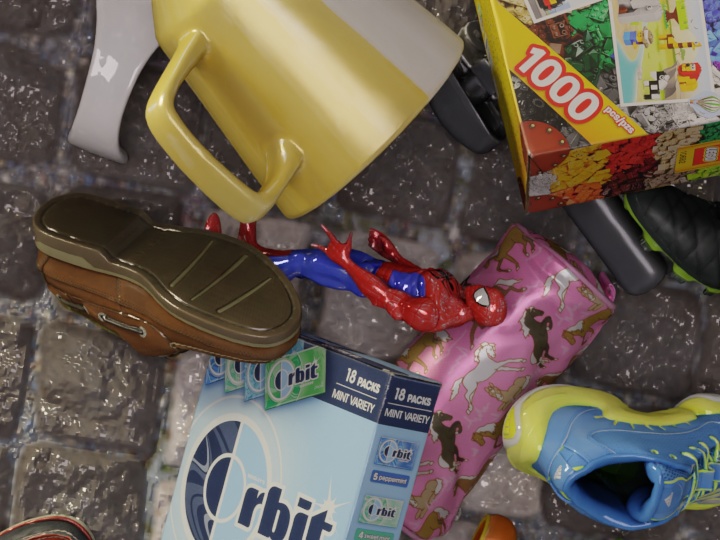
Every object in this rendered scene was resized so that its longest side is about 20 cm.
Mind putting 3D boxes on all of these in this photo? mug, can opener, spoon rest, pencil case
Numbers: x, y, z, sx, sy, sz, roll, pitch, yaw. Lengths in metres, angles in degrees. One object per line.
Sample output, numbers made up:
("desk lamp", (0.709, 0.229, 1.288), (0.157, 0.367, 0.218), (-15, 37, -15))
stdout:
("mug", (-0.043, -0.131, 1.487), (0.149, 0.187, 0.153), (-41, 102, 14))
("can opener", (0.114, -0.066, 1.573), (0.067, 0.053, 0.201), (-36, 91, 35))
("spoon rest", (-0.131, -0.166, 1.565), (0.099, 0.061, 0.201), (20, 93, 1))
("pencil case", (0.071, 0.067, 1.554), (0.083, 0.086, 0.200), (39, 93, 29))

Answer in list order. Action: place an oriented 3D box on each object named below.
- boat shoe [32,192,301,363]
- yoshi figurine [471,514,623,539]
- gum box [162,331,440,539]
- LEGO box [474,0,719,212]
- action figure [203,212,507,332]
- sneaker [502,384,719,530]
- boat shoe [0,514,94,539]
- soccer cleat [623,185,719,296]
("boat shoe", (-0.113, 0.016, 1.538), (0.199, 0.072, 0.068), (26, 134, 33))
("yoshi figurine", (0.150, 0.218, 1.502), (0.199, 0.112, 0.113), (30, 85, -1))
("gum box", (-0.045, 0.141, 1.518), (0.044, 0.169, 0.202), (12, 93, -39))
("LEGO box", (0.149, -0.149, 1.504), (0.148, 0.077, 0.201), (-11, 64, -2))
("action figure", (0.000, 0.000, 1.525), (0.199, 0.065, 0.052), (19, 102, 27))
("sneaker", (0.185, 0.125, 1.516), (0.198, 0.105, 0.076), (5, 115, -20))
("boat shoe", (-0.251, 0.222, 1.579), (0.199, 0.063, 0.071), (-33, 88, 1))
("soccer cleat", (0.249, -0.010, 1.535), (0.199, 0.068, 0.081), (32, 116, -16))
